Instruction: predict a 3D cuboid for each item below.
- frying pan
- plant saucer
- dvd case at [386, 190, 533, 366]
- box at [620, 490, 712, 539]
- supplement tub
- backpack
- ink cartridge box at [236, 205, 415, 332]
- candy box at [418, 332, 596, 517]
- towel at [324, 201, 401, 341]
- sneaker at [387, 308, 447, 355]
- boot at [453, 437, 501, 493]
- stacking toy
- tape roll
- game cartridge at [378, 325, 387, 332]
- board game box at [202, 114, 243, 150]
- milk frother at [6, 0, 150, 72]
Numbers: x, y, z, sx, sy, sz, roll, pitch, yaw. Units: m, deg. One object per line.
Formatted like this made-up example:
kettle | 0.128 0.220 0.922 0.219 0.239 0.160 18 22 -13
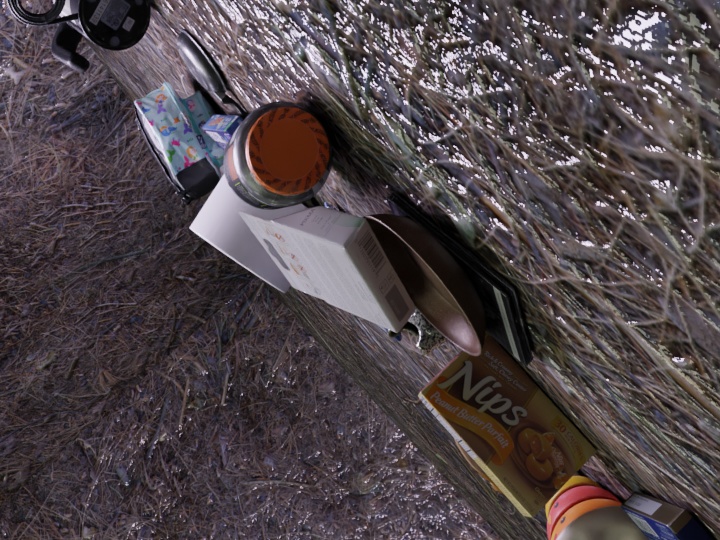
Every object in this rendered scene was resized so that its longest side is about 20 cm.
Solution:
frying pan | -0.235 -0.297 1.351 0.115 0.031 0.191 39 163 56
plant saucer | 0.078 0.008 0.950 0.201 0.037 0.201 50 171 11
dvd case | 0.112 0.008 0.953 0.200 0.016 0.149 44 168 37
box | 0.383 0.336 0.935 0.201 0.032 0.121 51 171 0
supplement tub | -0.103 -0.139 1.047 0.123 0.122 0.200 50 171 -11
backpack | -0.331 -0.251 1.586 0.201 0.150 0.178 54 175 3
ink cartridge box | -0.042 -0.015 1.037 0.198 0.050 0.162 23 154 42
candy box | 0.179 0.189 1.052 0.200 0.115 0.055 47 170 11
towel | 0.000 0.000 1.257 0.148 0.024 0.201 55 -173 -38
sneaker | 0.057 0.044 1.130 0.200 0.088 0.077 39 167 50
boot | 0.245 0.370 1.617 0.201 0.071 0.144 43 167 8
stacking toy | 0.292 0.327 1.131 0.147 0.145 0.200 52 -174 -21
tape roll | -0.174 -0.073 1.457 0.201 0.140 0.203 34 176 3
game cartridge | -0.010 0.029 1.568 0.200 0.041 0.134 42 165 42
board game box | -0.192 -0.203 1.435 0.135 0.035 0.200 45 173 -23
milk frother | -0.471 -0.446 1.373 0.188 0.180 0.201 37 168 50
